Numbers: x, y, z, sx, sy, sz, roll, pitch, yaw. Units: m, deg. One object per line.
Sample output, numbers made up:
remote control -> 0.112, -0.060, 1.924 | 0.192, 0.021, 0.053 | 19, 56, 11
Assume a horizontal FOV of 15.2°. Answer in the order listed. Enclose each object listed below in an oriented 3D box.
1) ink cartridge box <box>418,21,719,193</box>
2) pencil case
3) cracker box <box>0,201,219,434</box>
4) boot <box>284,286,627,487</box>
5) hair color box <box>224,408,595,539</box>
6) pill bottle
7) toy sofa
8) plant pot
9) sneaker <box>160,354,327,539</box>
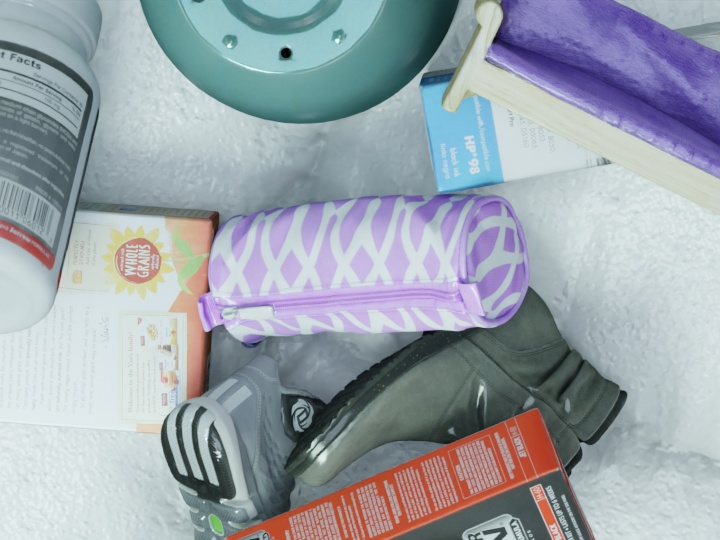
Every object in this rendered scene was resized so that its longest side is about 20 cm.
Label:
ink cartridge box -> 0.138, -0.098, 1.590 | 0.200, 0.116, 0.067 | -10, 97, 4
pencil case -> 0.000, 0.000, 1.587 | 0.200, 0.085, 0.084 | -7, 109, 33
cracker box -> -0.190, 0.025, 1.649 | 0.200, 0.058, 0.134 | 5, 97, 1
boot -> 0.063, 0.096, 1.614 | 0.200, 0.068, 0.131 | -39, 93, -20
hair color box -> 0.033, 0.168, 1.578 | 0.200, 0.061, 0.102 | -23, 126, 4
pill bottle -> -0.214, -0.074, 1.570 | 0.116, 0.116, 0.200 | 9, 61, 1
toy sofa -> 0.149, -0.094, 1.490 | 0.200, 0.083, 0.098 | 26, 100, -2
plant pot -> -0.039, -0.179, 1.565 | 0.200, 0.161, 0.201 | 0, 98, 2
sneaker -> -0.051, 0.138, 1.652 | 0.075, 0.115, 0.200 | 20, 135, 32
